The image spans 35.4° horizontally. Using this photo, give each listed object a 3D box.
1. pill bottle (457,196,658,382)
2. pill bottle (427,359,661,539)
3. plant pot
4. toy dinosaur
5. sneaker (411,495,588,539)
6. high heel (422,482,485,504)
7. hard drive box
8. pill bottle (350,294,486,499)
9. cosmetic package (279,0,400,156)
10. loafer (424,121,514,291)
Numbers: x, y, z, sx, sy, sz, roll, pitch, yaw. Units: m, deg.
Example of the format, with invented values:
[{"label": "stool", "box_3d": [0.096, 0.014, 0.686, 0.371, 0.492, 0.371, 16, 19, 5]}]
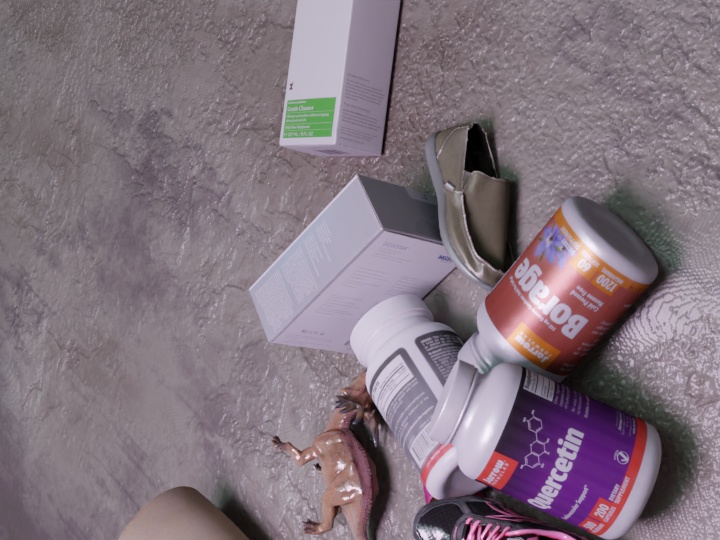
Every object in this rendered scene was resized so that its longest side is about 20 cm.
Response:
[{"label": "pill bottle", "box_3d": [0.185, 0.037, 1.093, 0.201, 0.111, 0.113, -53, 52, 24]}, {"label": "pill bottle", "box_3d": [0.165, 0.158, 1.031, 0.198, 0.112, 0.114, 23, 102, 2]}, {"label": "plant pot", "box_3d": [-0.177, 0.391, 1.352, 0.198, 0.186, 0.190, 24, 100, 29]}, {"label": "toy dinosaur", "box_3d": [-0.012, 0.220, 1.275, 0.135, 0.085, 0.202, -31, 69, 28]}, {"label": "sneaker", "box_3d": [0.139, 0.258, 1.070, 0.197, 0.095, 0.080, 10, 74, 19]}, {"label": "high heel", "box_3d": [0.089, 0.277, 1.156, 0.067, 0.095, 0.202, -36, 61, 34]}, {"label": "hard drive box", "box_3d": [0.000, 0.000, 1.245, 0.200, 0.155, 0.077, -43, 56, 29]}, {"label": "pill bottle", "box_3d": [0.075, 0.128, 1.180, 0.116, 0.115, 0.201, -51, 53, 25]}, {"label": "cosmetic package", "box_3d": [-0.024, -0.243, 1.354, 0.107, 0.084, 0.203, 3, 87, 46]}, {"label": "loafer", "box_3d": [0.123, -0.074, 1.194, 0.069, 0.075, 0.202, -36, 60, 38]}]
